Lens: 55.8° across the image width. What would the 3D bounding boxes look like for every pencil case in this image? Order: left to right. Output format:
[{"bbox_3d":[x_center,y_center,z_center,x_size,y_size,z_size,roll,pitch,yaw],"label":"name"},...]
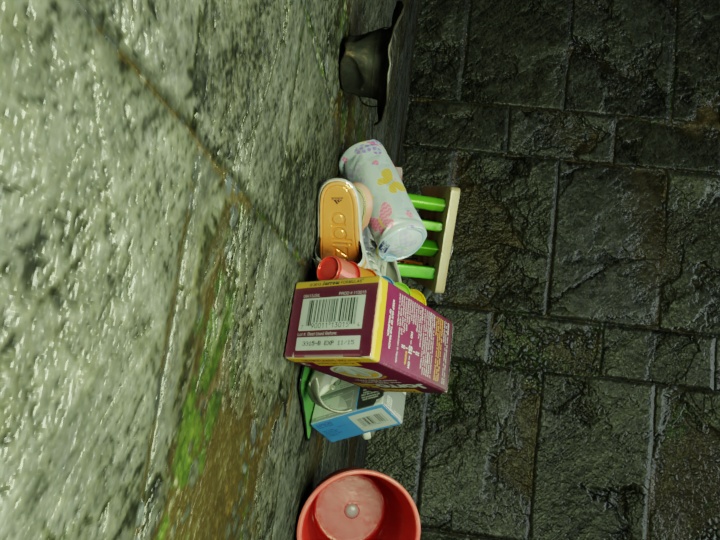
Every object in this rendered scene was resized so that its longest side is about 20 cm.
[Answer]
[{"bbox_3d":[0.032,-0.111,1.077,0.091,0.083,0.200,-58,-134,48],"label":"pencil case"}]

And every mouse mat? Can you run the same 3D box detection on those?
[{"bbox_3d":[-0.074,0.156,1.067,0.200,0.008,0.161,92,7,-52],"label":"mouse mat"}]

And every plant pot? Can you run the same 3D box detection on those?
[{"bbox_3d":[-0.011,0.427,1.170,0.177,0.200,0.201,132,-35,-81],"label":"plant pot"}]

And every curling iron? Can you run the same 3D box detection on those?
[{"bbox_3d":[0.150,0.012,1.392,0.050,0.026,0.200,-91,-166,-47],"label":"curling iron"}]

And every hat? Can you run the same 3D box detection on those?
[{"bbox_3d":[0.010,-0.315,1.024,0.201,0.081,0.201,-169,-90,-88],"label":"hat"}]

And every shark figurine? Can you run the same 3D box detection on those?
[{"bbox_3d":[-0.049,0.139,1.011,0.214,0.128,0.090,-38,111,-58],"label":"shark figurine"}]

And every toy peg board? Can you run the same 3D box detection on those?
[{"bbox_3d":[0.106,-0.073,1.348,0.199,0.098,0.200,-144,-118,-76],"label":"toy peg board"}]

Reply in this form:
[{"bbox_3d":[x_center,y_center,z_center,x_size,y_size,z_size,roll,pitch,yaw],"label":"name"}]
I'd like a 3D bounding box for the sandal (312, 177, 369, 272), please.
[{"bbox_3d":[-0.033,-0.026,0.956,0.059,0.079,0.207,-74,160,-56],"label":"sandal"}]

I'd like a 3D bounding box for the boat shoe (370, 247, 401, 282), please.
[{"bbox_3d":[0.052,0.051,1.201,0.072,0.066,0.200,-36,122,-45],"label":"boat shoe"}]

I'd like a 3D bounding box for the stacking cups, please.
[{"bbox_3d":[0.013,0.026,0.946,0.200,0.060,0.061,27,65,-46],"label":"stacking cups"}]

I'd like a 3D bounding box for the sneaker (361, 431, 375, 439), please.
[{"bbox_3d":[0.043,0.250,1.387,0.077,0.082,0.200,91,7,-51],"label":"sneaker"}]

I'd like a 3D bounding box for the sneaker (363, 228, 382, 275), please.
[{"bbox_3d":[0.000,0.000,1.115,0.076,0.081,0.200,-10,100,-48],"label":"sneaker"}]

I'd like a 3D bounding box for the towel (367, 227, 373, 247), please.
[{"bbox_3d":[0.008,-0.037,1.215,0.133,0.034,0.200,24,75,-53],"label":"towel"}]

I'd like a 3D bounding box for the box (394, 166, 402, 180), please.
[{"bbox_3d":[0.027,-0.104,1.362,0.100,0.095,0.200,68,29,-82],"label":"box"}]

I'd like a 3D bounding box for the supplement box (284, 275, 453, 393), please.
[{"bbox_3d":[0.017,0.089,0.878,0.200,0.131,0.103,31,60,-50],"label":"supplement box"}]

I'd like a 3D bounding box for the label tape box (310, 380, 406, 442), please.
[{"bbox_3d":[0.006,0.170,1.126,0.063,0.144,0.200,47,35,-31],"label":"label tape box"}]

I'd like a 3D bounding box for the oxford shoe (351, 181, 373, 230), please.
[{"bbox_3d":[-0.036,-0.035,1.036,0.074,0.071,0.200,-29,133,-49],"label":"oxford shoe"}]
